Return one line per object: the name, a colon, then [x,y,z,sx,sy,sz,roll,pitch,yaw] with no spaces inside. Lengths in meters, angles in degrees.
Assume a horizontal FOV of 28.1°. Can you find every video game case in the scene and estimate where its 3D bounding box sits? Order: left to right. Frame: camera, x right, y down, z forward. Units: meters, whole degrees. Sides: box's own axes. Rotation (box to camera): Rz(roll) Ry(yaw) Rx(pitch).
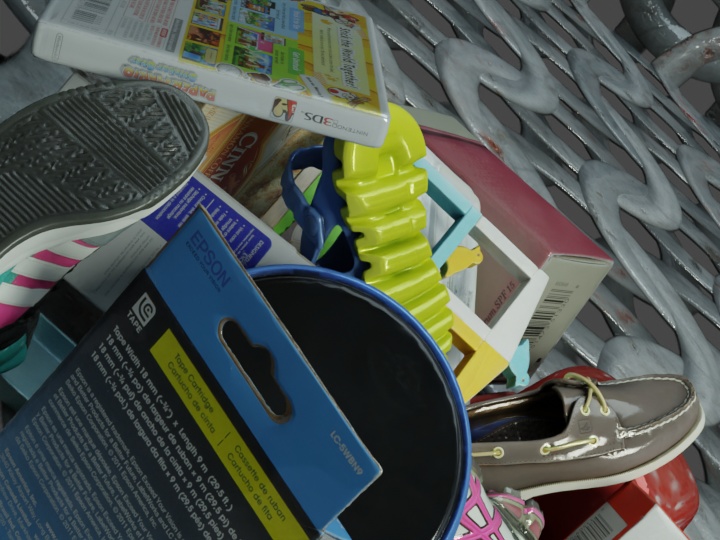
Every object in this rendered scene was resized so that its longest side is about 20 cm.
video game case: [-0.077,-0.131,0.800,0.181,0.023,0.200,14,23,-9]

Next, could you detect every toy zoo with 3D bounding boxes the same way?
toy zoo: [0.033,0.007,0.915,0.200,0.020,0.131,43,67,-7]

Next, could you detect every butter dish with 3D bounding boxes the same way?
butter dish: [0.180,0.139,1.052,0.200,0.148,0.199,52,21,16]

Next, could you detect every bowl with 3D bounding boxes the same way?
bowl: [-0.035,0.092,0.748,0.201,0.201,0.039,47,-20,4]

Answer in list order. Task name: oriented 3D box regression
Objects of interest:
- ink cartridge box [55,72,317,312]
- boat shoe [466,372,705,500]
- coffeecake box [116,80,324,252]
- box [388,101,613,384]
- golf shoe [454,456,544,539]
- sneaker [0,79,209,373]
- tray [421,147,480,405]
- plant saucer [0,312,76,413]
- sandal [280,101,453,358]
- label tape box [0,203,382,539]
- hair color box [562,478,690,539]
ink cartridge box: [-0.120,-0.015,0.835,0.200,0.100,0.039,39,-7,10]
boat shoe: [0.132,0.104,0.947,0.072,0.199,0.060,-112,-172,-56]
coffeecake box: [-0.084,-0.076,0.963,0.200,0.154,0.073,10,38,-53]
box: [0.075,-0.021,1.132,0.200,0.128,0.109,45,22,29]
golf shoe: [0.046,0.157,0.840,0.200,0.072,0.093,36,48,-40]
sneaker: [-0.165,-0.012,0.712,0.084,0.199,0.121,55,-20,9]
tray: [0.055,0.014,0.984,0.107,0.022,0.201,36,53,-55]
plant saucer: [-0.161,0.067,0.776,0.200,0.019,0.070,43,23,-7]
sandal: [0.000,0.000,0.851,0.079,0.087,0.201,-13,104,-41]
label tape box: [-0.077,0.090,0.644,0.144,0.200,0.063,54,25,20]
hair color box: [0.206,0.248,0.932,0.200,0.111,0.064,47,2,-10]
